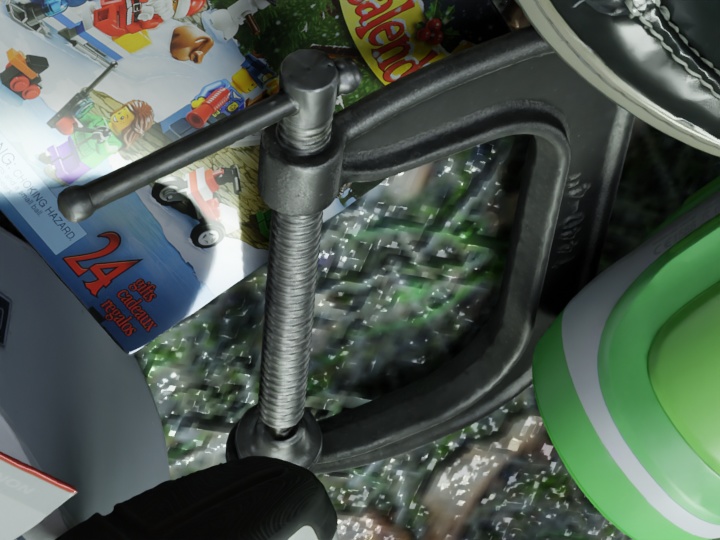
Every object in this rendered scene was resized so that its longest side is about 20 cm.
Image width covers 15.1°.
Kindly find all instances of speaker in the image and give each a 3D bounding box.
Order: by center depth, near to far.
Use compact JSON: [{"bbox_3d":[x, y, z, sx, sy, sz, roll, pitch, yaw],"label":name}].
[{"bbox_3d":[0.144,-0.002,0.744,0.200,0.089,0.088,-35,130,26],"label":"speaker"}]

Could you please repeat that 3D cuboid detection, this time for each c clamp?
[{"bbox_3d":[0.000,0.000,0.735,0.170,0.027,0.200,-27,148,-17],"label":"c clamp"}]

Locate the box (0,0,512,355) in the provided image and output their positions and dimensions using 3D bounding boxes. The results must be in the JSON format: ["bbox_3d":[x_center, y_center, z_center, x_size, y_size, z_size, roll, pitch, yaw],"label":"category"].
[{"bbox_3d":[-0.060,-0.086,0.681,0.136,0.038,0.200,-34,128,5],"label":"box"}]

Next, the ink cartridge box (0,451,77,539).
[{"bbox_3d":[-0.153,0.045,0.659,0.109,0.051,0.200,28,144,-22],"label":"ink cartridge box"}]

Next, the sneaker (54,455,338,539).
[{"bbox_3d":[-0.067,0.146,0.706,0.200,0.076,0.116,-41,114,-9],"label":"sneaker"}]

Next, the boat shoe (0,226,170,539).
[{"bbox_3d":[-0.119,0.022,0.726,0.065,0.074,0.200,-10,139,25],"label":"boat shoe"}]

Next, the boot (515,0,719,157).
[{"bbox_3d":[0.088,-0.106,0.626,0.204,0.153,0.074,49,66,-22],"label":"boot"}]
